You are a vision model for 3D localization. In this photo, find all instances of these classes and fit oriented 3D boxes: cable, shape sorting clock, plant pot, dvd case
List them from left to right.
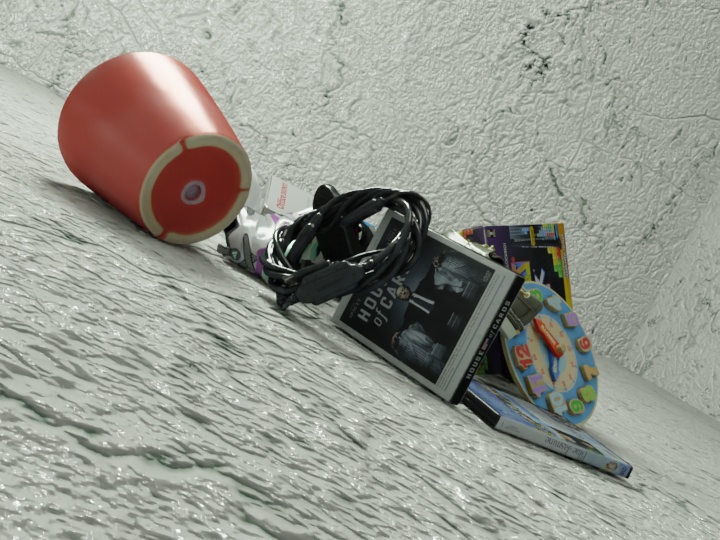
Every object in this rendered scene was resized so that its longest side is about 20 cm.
[{"bbox_3d":[-0.232,-0.134,1.026,0.200,0.201,0.177,21,17,-49],"label":"plant pot"},{"bbox_3d":[-0.014,-0.032,0.968,0.051,0.199,0.163,62,4,-33],"label":"cable"},{"bbox_3d":[0.067,0.033,0.946,0.200,0.151,0.025,31,5,42],"label":"dvd case"},{"bbox_3d":[0.192,0.170,0.974,0.200,0.018,0.143,24,5,-25],"label":"dvd case"},{"bbox_3d":[0.252,0.108,1.135,0.200,0.201,0.039,24,-35,-31],"label":"shape sorting clock"}]

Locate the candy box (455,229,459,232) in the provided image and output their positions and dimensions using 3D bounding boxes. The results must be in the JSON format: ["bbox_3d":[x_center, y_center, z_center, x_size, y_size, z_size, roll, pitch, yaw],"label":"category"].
[{"bbox_3d":[0.195,0.042,1.463,0.200,0.117,0.056,45,11,12],"label":"candy box"}]

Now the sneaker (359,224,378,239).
[{"bbox_3d":[0.000,0.000,1.169,0.081,0.074,0.200,22,31,0],"label":"sneaker"}]

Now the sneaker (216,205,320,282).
[{"bbox_3d":[-0.123,-0.057,1.136,0.139,0.078,0.200,22,24,8],"label":"sneaker"}]

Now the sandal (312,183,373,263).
[{"bbox_3d":[-0.005,-0.014,1.067,0.048,0.201,0.075,-16,-13,-36],"label":"sandal"}]

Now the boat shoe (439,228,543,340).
[{"bbox_3d":[0.160,0.006,1.103,0.072,0.060,0.202,52,4,-42],"label":"boat shoe"}]

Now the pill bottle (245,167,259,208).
[{"bbox_3d":[-0.229,-0.142,1.477,0.112,0.113,0.200,26,4,-12],"label":"pill bottle"}]

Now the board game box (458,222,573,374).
[{"bbox_3d":[0.223,0.036,1.209,0.165,0.201,0.057,-5,-2,-39],"label":"board game box"}]

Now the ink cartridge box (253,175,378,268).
[{"bbox_3d":[-0.068,-0.047,1.304,0.199,0.084,0.145,26,21,-13],"label":"ink cartridge box"}]

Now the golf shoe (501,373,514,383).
[{"bbox_3d":[0.197,0.113,1.301,0.200,0.077,0.088,28,-9,-29],"label":"golf shoe"}]
